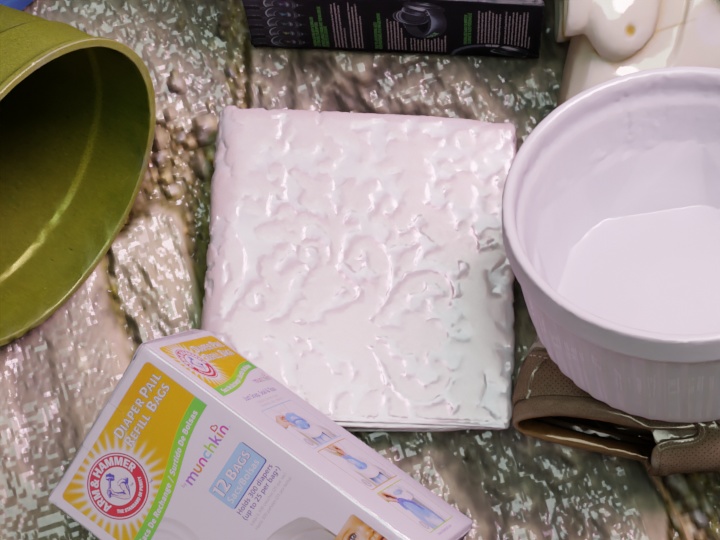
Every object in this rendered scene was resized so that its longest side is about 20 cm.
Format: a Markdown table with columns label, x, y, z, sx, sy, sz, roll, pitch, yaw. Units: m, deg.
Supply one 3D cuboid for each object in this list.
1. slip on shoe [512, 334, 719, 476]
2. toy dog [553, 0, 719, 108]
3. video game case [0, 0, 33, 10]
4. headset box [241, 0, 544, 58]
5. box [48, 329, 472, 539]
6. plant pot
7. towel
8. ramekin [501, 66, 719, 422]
| label | x | y | z | sx | sy | sz | roll | pitch | yaw |
| --- | --- | --- | --- | --- | --- | --- | --- | --- | --- |
| slip on shoe | 0.184 | 0.094 | 1.197 | 0.200 | 0.076 | 0.061 | 21 | 61 | 12 |
| toy dog | 0.219 | -0.143 | 1.243 | 0.200 | 0.140 | 0.194 | 0 | 85 | 2 |
| video game case | -0.239 | -0.271 | 1.341 | 0.200 | 0.045 | 0.181 | -42 | 76 | -10 |
| headset box | 0.018 | -0.231 | 1.296 | 0.200 | 0.093 | 0.174 | 2 | 74 | 3 |
| box | -0.056 | 0.135 | 1.166 | 0.200 | 0.101 | 0.113 | 36 | 102 | 11 |
| plant pot | -0.258 | -0.087 | 1.224 | 0.193 | 0.200 | 0.200 | 31 | 76 | 22 |
| towel | 0.000 | 0.000 | 1.259 | 0.191 | 0.032 | 0.200 | 3 | 74 | 2 |
| ramekin | 0.181 | -0.009 | 1.165 | 0.200 | 0.105 | 0.200 | -4 | 51 | 5 |
